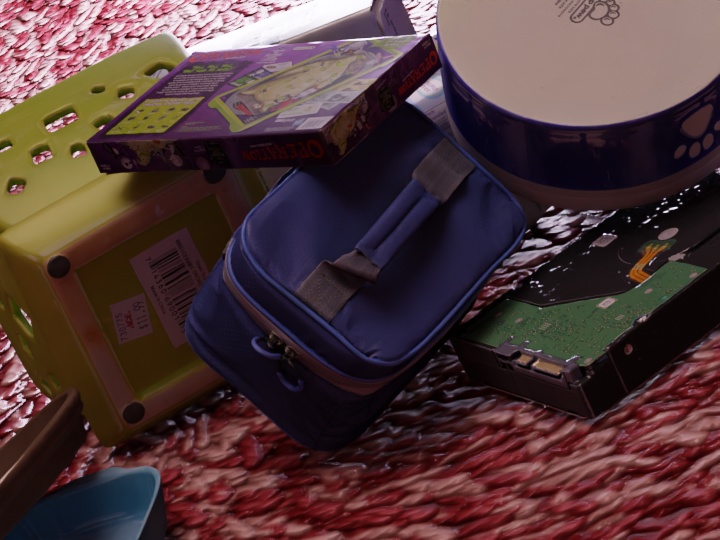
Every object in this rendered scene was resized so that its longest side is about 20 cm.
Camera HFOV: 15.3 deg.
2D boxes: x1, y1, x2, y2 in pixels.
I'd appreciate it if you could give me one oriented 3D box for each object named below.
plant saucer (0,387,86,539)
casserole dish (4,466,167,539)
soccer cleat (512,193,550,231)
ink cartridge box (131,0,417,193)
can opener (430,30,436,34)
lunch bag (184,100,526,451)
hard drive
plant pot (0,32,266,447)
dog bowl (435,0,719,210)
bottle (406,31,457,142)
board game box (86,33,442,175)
[{"bbox_3d":[-0.236,0.153,1.645,0.200,0.029,0.200,-44,7,6],"label":"plant saucer"},{"bbox_3d":[-0.174,0.186,1.573,0.120,0.039,0.200,-19,24,20],"label":"casserole dish"},{"bbox_3d":[0.134,-0.082,1.785,0.077,0.070,0.200,20,51,19],"label":"soccer cleat"},{"bbox_3d":[-0.043,-0.108,1.934,0.199,0.147,0.083,-18,22,19],"label":"ink cartridge box"},{"bbox_3d":[0.106,-0.182,1.982,0.200,0.067,0.053,-46,21,15],"label":"can opener"},{"bbox_3d":[-0.005,0.000,1.598,0.200,0.136,0.133,-47,-6,-40],"label":"lunch bag"},{"bbox_3d":[0.166,0.009,1.580,0.199,0.038,0.139,-35,23,-22],"label":"hard drive"},{"bbox_3d":[-0.148,-0.014,1.787,0.198,0.201,0.181,-29,28,-10],"label":"plant pot"},{"bbox_3d":[0.146,-0.138,1.652,0.198,0.079,0.201,-5,52,7],"label":"dog bowl"},{"bbox_3d":[0.086,-0.133,1.753,0.199,0.066,0.084,-31,42,-11],"label":"bottle"},{"bbox_3d":[-0.060,-0.101,1.640,0.199,0.032,0.120,0,37,42],"label":"board game box"}]
